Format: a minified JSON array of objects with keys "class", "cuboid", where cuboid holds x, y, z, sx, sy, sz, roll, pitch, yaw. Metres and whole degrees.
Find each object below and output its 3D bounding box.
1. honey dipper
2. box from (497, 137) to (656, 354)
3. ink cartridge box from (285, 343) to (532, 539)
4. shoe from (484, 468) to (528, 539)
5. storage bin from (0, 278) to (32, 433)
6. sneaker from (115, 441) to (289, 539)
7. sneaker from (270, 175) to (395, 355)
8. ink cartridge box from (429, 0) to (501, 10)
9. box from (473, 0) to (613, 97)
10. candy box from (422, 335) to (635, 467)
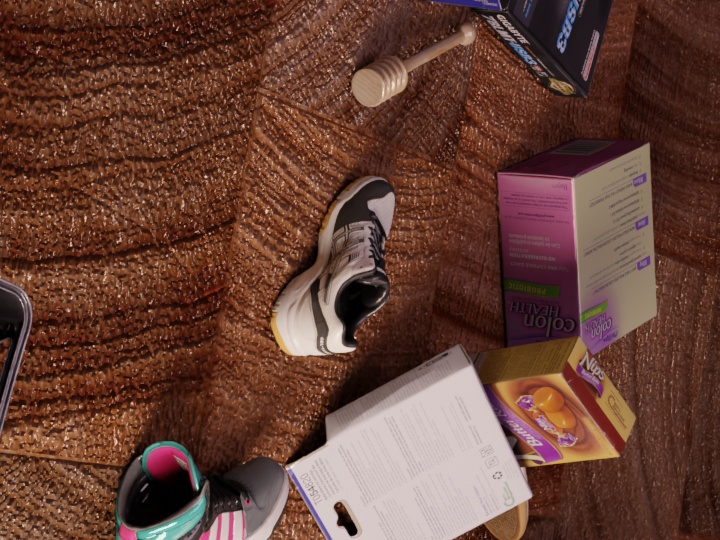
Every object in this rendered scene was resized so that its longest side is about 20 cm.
[{"class":"honey dipper","cuboid":[0.056,-0.204,1.811,0.200,0.038,0.038,-36,124,-52]},{"class":"box","cuboid":[0.236,-0.026,2.038,0.175,0.096,0.202,-25,115,-51]},{"class":"ink cartridge box","cuboid":[0.045,0.190,1.791,0.199,0.041,0.201,-28,129,-3]},{"class":"shoe","cuboid":[0.150,0.189,1.970,0.053,0.069,0.202,-28,116,-40]},{"class":"storage bin","cuboid":[-0.328,0.049,1.249,0.199,0.093,0.137,28,73,-52]},{"class":"sneaker","cuboid":[-0.135,0.185,1.561,0.200,0.083,0.122,-42,137,-42]},{"class":"sneaker","cuboid":[0.000,0.000,1.714,0.076,0.087,0.201,55,50,-41]},{"class":"ink cartridge box","cuboid":[0.065,-0.326,1.743,0.037,0.094,0.201,-43,129,-30]},{"class":"box","cuboid":[0.207,-0.315,1.993,0.198,0.049,0.202,37,66,-50]},{"class":"candy box","cuboid":[0.154,0.134,1.836,0.117,0.199,0.057,52,50,-25]}]
